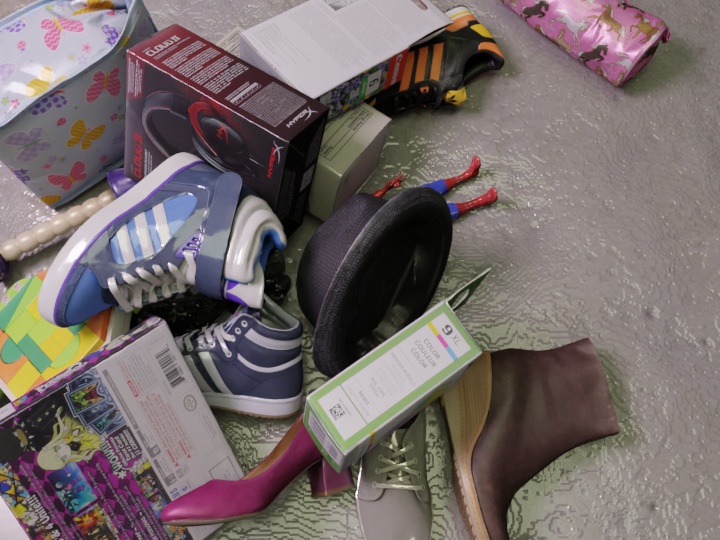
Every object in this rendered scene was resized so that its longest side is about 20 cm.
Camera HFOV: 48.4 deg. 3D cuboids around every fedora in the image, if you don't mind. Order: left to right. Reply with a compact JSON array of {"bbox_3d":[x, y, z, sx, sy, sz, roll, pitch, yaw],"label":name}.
[{"bbox_3d":[0.000,0.000,0.765,0.091,0.201,0.201,31,73,31],"label":"fedora"}]

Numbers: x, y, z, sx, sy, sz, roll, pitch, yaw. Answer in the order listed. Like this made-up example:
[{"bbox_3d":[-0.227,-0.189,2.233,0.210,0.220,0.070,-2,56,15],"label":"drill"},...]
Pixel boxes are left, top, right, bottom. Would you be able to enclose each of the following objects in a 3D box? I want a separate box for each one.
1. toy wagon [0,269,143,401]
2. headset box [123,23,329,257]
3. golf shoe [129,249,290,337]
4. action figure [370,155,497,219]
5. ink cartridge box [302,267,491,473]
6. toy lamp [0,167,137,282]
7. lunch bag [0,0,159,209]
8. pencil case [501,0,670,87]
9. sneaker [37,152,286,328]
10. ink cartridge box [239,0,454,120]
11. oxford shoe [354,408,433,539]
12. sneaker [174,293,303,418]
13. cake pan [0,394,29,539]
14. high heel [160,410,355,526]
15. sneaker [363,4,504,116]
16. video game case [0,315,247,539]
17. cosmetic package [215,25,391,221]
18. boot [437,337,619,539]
[{"bbox_3d":[-0.298,0.056,0.756,0.199,0.040,0.156,30,75,39],"label":"toy wagon"},{"bbox_3d":[-0.142,-0.126,0.766,0.199,0.149,0.075,31,45,11],"label":"headset box"},{"bbox_3d":[-0.173,0.017,0.809,0.198,0.078,0.095,-18,56,-8],"label":"golf shoe"},{"bbox_3d":[0.043,-0.061,0.843,0.198,0.052,0.066,-24,77,-5],"label":"action figure"},{"bbox_3d":[0.045,0.089,0.706,0.199,0.104,0.059,-34,76,-17],"label":"ink cartridge box"},{"bbox_3d":[-0.298,-0.053,0.831,0.198,0.058,0.059,-27,74,-6],"label":"toy lamp"},{"bbox_3d":[-0.288,-0.186,0.814,0.199,0.170,0.128,-35,72,-8],"label":"lunch bag"},{"bbox_3d":[0.247,-0.294,0.902,0.200,0.087,0.083,42,45,12],"label":"pencil case"},{"bbox_3d":[-0.156,0.002,0.681,0.146,0.081,0.200,36,68,15],"label":"sneaker"},{"bbox_3d":[-0.013,-0.230,0.815,0.199,0.051,0.109,-34,69,-26],"label":"ink cartridge box"},{"bbox_3d":[0.033,0.185,0.757,0.074,0.058,0.202,1,73,-2],"label":"oxford shoe"},{"bbox_3d":[-0.148,0.072,0.758,0.197,0.070,0.110,8,112,-4],"label":"sneaker"},{"bbox_3d":[-0.285,0.195,0.759,0.198,0.037,0.203,0,72,0],"label":"cake pan"},{"bbox_3d":[-0.093,0.168,0.723,0.199,0.067,0.097,-2,75,-43],"label":"high heel"},{"bbox_3d":[0.070,-0.207,0.876,0.199,0.070,0.090,-38,73,-14],"label":"sneaker"},{"bbox_3d":[-0.206,0.171,0.693,0.180,0.036,0.202,-34,113,-25],"label":"video game case"},{"bbox_3d":[-0.080,-0.153,0.839,0.199,0.088,0.104,34,58,11],"label":"cosmetic package"},{"bbox_3d":[0.166,0.167,0.755,0.164,0.072,0.202,-9,69,-1],"label":"boot"}]
